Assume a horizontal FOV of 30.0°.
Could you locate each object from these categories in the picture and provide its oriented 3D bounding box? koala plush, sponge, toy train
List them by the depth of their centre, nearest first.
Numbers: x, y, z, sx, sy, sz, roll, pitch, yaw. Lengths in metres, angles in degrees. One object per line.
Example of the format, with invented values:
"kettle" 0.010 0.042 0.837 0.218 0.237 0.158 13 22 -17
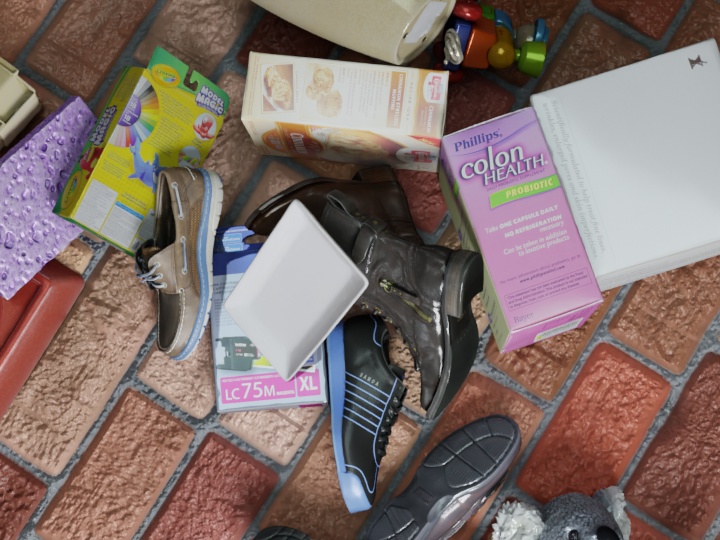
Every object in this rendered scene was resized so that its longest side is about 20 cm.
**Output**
"koala plush" 0.220 0.307 1.300 0.176 0.184 0.201 -9 63 -22
"toy train" 0.138 -0.224 1.375 0.115 0.200 0.085 14 116 -4
"sponge" -0.332 -0.077 1.399 0.200 0.030 0.112 -45 115 -19

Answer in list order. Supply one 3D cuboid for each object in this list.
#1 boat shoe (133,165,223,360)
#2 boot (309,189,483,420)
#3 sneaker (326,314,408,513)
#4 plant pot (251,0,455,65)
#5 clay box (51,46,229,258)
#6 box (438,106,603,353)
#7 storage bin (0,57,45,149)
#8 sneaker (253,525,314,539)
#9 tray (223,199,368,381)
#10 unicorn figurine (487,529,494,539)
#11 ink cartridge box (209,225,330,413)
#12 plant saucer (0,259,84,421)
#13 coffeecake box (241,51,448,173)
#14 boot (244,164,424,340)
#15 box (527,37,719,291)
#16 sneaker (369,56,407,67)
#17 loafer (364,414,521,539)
"boat shoe" -0.196 -0.009 1.391 0.072 0.072 0.202 8 85 -36
"boot" 0.027 0.033 1.304 0.173 0.069 0.201 18 118 23
"sneaker" 0.011 0.144 1.373 0.077 0.070 0.202 -6 80 7
"plant pot" -0.009 -0.299 1.322 0.200 0.187 0.187 41 84 15
"clay box" -0.225 -0.122 1.409 0.047 0.115 0.201 14 76 49
"box" 0.155 -0.034 1.342 0.096 0.176 0.201 -19 79 -1
"storage bin" -0.469 -0.159 1.416 0.198 0.094 0.200 35 72 9
"sneaker" -0.014 0.316 1.335 0.199 0.081 0.074 24 69 15
"tray" -0.062 0.020 1.317 0.107 0.200 0.022 48 48 8
"unicorn figurine" 0.102 0.367 1.325 0.200 0.074 0.137 -42 70 1
"ink cartridge box" -0.098 0.045 1.411 0.118 0.042 0.202 -5 79 1
"plant saucer" -0.428 0.043 1.428 0.199 0.037 0.200 30 83 8
"coffeecake box" -0.011 -0.160 1.383 0.198 0.154 0.074 6 82 4
"boot" 0.000 0.000 1.370 0.185 0.064 0.201 -19 72 -21
"box" 0.288 -0.100 1.370 0.199 0.131 0.200 -17 79 0
"sneaker" -0.010 -0.301 1.447 0.200 0.074 0.082 41 89 8
"loafer" 0.088 0.229 1.369 0.200 0.063 0.072 -42 51 -9
